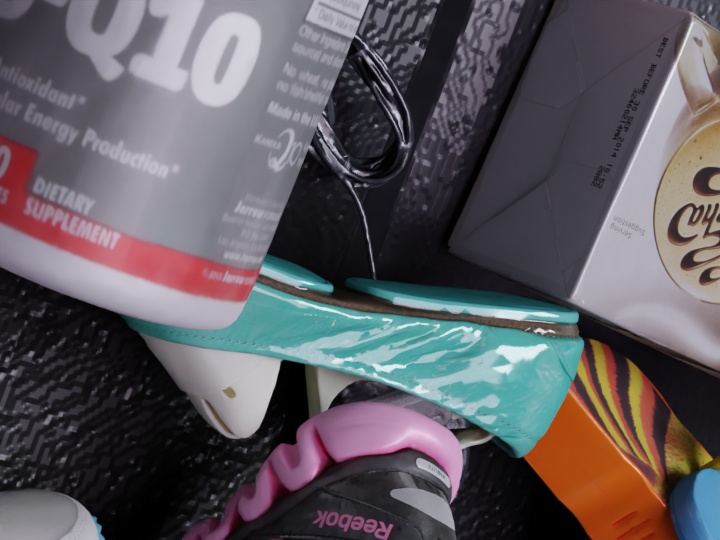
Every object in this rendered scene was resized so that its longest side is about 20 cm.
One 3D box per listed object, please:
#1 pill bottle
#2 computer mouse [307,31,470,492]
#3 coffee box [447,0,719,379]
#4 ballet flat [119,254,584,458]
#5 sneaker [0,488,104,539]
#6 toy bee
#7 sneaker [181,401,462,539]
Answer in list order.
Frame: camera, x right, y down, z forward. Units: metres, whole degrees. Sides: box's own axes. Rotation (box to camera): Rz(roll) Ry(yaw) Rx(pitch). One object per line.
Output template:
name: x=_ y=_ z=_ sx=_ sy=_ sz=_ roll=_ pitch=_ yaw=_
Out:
pill bottle: x=-0.052 y=-0.094 z=0.743 sx=0.114 sy=0.114 sz=0.201 roll=18 pitch=97 yaw=-37
computer mouse: x=0.000 y=0.000 z=0.931 sx=0.058 sy=0.034 sz=0.201 roll=-14 pitch=109 yaw=-12
coffee box: x=0.145 y=-0.016 z=0.990 sx=0.200 sy=0.080 sz=0.113 roll=25 pitch=89 yaw=-38
ballet flat: x=-0.017 y=0.028 z=0.877 sx=0.199 sy=0.067 sz=0.071 roll=13 pitch=92 yaw=-21
sneaker: x=-0.169 y=0.088 z=0.810 sx=0.199 sy=0.076 sz=0.081 roll=-5 pitch=106 yaw=-36
toy bee: x=0.128 y=0.110 z=1.006 sx=0.109 sy=0.131 sz=0.201 roll=-33 pitch=109 yaw=-61
sneaker: x=-0.039 y=0.133 z=0.868 sx=0.079 sy=0.096 sz=0.200 roll=27 pitch=121 yaw=-39
